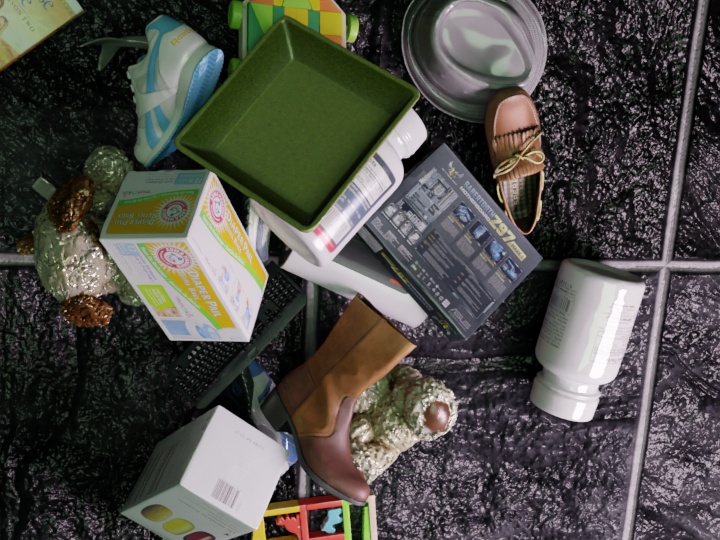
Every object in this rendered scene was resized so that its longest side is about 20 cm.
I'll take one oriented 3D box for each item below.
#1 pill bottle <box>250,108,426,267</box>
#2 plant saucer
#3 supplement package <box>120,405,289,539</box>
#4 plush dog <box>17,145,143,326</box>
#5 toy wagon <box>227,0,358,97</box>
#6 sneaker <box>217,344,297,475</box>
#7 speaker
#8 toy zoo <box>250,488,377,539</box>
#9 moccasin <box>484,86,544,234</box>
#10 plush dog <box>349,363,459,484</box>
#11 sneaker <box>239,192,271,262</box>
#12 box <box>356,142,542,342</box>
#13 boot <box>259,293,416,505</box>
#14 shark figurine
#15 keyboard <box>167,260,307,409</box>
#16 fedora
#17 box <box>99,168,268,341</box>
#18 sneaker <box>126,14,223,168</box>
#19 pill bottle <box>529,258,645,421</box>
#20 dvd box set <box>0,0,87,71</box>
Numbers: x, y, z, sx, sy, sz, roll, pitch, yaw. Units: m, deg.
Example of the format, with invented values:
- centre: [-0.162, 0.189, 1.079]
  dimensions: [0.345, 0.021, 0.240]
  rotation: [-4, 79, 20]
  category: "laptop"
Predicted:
- centre: [-0.020, -0.114, 1.060]
  dimensions: [0.120, 0.120, 0.200]
  rotation: [46, 79, -17]
  category: "pill bottle"
- centre: [-0.066, -0.154, 0.994]
  dimensions: [0.200, 0.048, 0.200]
  rotation: [33, 77, 21]
  category: "plant saucer"
- centre: [-0.197, 0.266, 1.136]
  dimensions: [0.114, 0.110, 0.200]
  rotation: [36, 142, -16]
  category: "supplement package"
- centre: [-0.327, -0.030, 1.047]
  dimensions: [0.160, 0.172, 0.201]
  rotation: [-10, 107, -8]
  category: "plush dog"
- centre: [-0.078, -0.240, 1.076]
  dimensions: [0.154, 0.040, 0.201]
  rotation: [1, 85, -19]
  category: "toy wagon"
- centre: [-0.134, 0.172, 1.206]
  dimensions: [0.077, 0.076, 0.201]
  rotation: [-28, 102, -41]
  category: "sneaker"
- centre: [0.000, 0.000, 1.167]
  dimensions: [0.199, 0.081, 0.081]
  rotation: [25, 100, -14]
  category: "speaker"
- centre: [-0.075, 0.385, 1.290]
  dimensions: [0.199, 0.020, 0.132]
  rotation: [-6, 106, -8]
  category: "toy zoo"
- centre: [0.193, -0.133, 1.130]
  dimensions: [0.073, 0.078, 0.202]
  rotation: [-9, 129, -4]
  category: "moccasin"
- centre: [0.020, 0.156, 1.195]
  dimensions: [0.200, 0.160, 0.172]
  rotation: [-37, 90, 20]
  category: "plush dog"
- centre: [-0.101, -0.104, 1.124]
  dimensions: [0.086, 0.078, 0.201]
  rotation: [5, 105, -14]
  category: "sneaker"
- centre: [0.110, -0.035, 1.144]
  dimensions: [0.158, 0.051, 0.200]
  rotation: [-44, 97, -20]
  category: "box"
- centre: [-0.001, 0.159, 1.114]
  dimensions: [0.200, 0.188, 0.068]
  rotation: [-47, 150, 9]
  category: "boot"
- centre: [-0.208, -0.225, 1.068]
  dimensions: [0.214, 0.090, 0.128]
  rotation: [43, 94, -19]
  category: "shark figurine"
- centre: [-0.169, 0.071, 1.148]
  dimensions: [0.104, 0.040, 0.200]
  rotation: [43, 86, 18]
  category: "keyboard"
- centre: [0.149, -0.271, 1.110]
  dimensions: [0.200, 0.090, 0.177]
  rotation: [37, 97, -17]
  category: "fedora"
- centre: [-0.197, -0.014, 1.055]
  dimensions: [0.112, 0.102, 0.200]
  rotation: [-1, 142, 18]
  category: "box"
- centre: [-0.216, -0.194, 1.009]
  dimensions: [0.081, 0.077, 0.200]
  rotation: [40, 136, 3]
  category: "sneaker"
- centre: [0.298, 0.093, 1.223]
  dimensions: [0.114, 0.114, 0.201]
  rotation: [12, 103, -12]
  category: "pill bottle"
- centre: [-0.438, -0.301, 1.037]
  dimensions: [0.200, 0.029, 0.147]
  rotation: [-34, 108, 1]
  category: "dvd box set"
